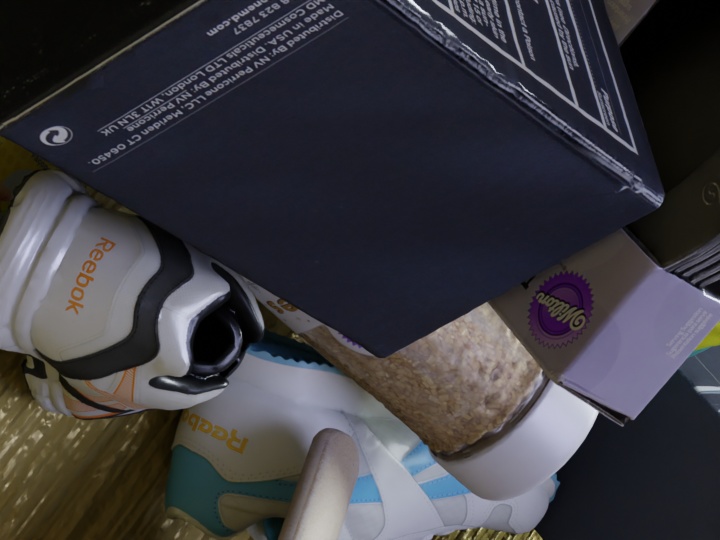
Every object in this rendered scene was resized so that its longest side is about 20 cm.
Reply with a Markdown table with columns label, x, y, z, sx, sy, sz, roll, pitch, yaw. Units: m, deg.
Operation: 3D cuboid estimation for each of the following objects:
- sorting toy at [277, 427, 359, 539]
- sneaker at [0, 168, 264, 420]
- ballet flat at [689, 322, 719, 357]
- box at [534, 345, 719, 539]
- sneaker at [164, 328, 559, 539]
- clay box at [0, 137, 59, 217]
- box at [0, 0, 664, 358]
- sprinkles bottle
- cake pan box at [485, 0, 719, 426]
| label | x | y | z | sx | sy | sz | roll | pitch | yaw |
| --- | --- | --- | --- | --- | --- | --- | --- | --- | --- |
| sorting toy | -0.047 | 0.179 | 1.054 | 0.185 | 0.036 | 0.200 | -70 | -177 | -59 |
| sneaker | -0.071 | 0.023 | 1.007 | 0.200 | 0.080 | 0.074 | 43 | 71 | -80 |
| ballet flat | 0.148 | -0.006 | 1.175 | 0.067 | 0.199 | 0.067 | 68 | 18 | -51 |
| box | 0.197 | 0.122 | 1.241 | 0.182 | 0.200 | 0.104 | 4 | 126 | -44 |
| sneaker | -0.001 | 0.079 | 1.175 | 0.200 | 0.076 | 0.081 | 21 | 92 | -46 |
| clay box | -0.152 | -0.027 | 0.950 | 0.115 | 0.048 | 0.200 | 46 | 66 | -51 |
| box | -0.024 | -0.107 | 0.935 | 0.198 | 0.123 | 0.200 | 31 | 37 | -47 |
| sprinkles bottle | 0.000 | 0.000 | 1.079 | 0.200 | 0.068 | 0.068 | 42 | 68 | -24 |
| cake pan box | 0.089 | -0.075 | 0.998 | 0.052 | 0.200 | 0.184 | 25 | 110 | -46 |
